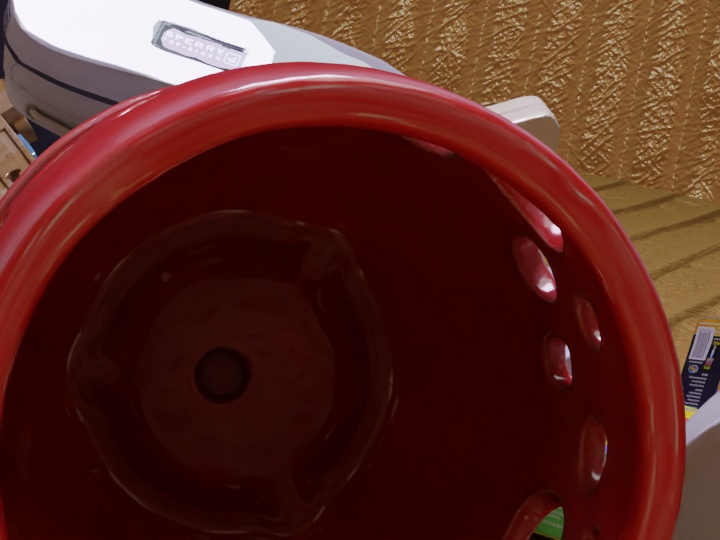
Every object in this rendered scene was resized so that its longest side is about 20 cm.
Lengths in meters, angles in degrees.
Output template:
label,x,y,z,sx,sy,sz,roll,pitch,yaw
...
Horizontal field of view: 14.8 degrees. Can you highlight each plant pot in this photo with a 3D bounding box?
label,x,y,z,sx,sy,sz,roll,pitch,yaw
plant pot,-0.025,0.041,0.799,0.199,0.202,0.182,10,2,-12

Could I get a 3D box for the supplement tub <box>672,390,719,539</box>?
label,x,y,z,sx,sy,sz,roll,pitch,yaw
supplement tub,0.171,0.094,0.889,0.144,0.146,0.200,15,8,23

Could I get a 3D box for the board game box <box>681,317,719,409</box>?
label,x,y,z,sx,sy,sz,roll,pitch,yaw
board game box,0.261,0.073,1.359,0.165,0.057,0.200,19,-3,-8

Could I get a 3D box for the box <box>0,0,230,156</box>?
label,x,y,z,sx,sy,sz,roll,pitch,yaw
box,-0.156,-0.063,1.409,0.104,0.183,0.200,13,7,13

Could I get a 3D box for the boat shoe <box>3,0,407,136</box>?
label,x,y,z,sx,sy,sz,roll,pitch,yaw
boat shoe,-0.049,-0.054,1.084,0.199,0.066,0.072,19,49,1

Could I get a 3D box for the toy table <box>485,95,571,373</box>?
label,x,y,z,sx,sy,sz,roll,pitch,yaw
toy table,0.000,0.000,1.161,0.199,0.118,0.184,-22,36,-23

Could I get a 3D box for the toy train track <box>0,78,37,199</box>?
label,x,y,z,sx,sy,sz,roll,pitch,yaw
toy train track,-0.155,-0.042,1.224,0.114,0.033,0.200,-31,28,-8

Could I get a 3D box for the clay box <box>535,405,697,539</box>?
label,x,y,z,sx,sy,sz,roll,pitch,yaw
clay box,0.138,0.092,1.232,0.114,0.048,0.200,17,10,30
